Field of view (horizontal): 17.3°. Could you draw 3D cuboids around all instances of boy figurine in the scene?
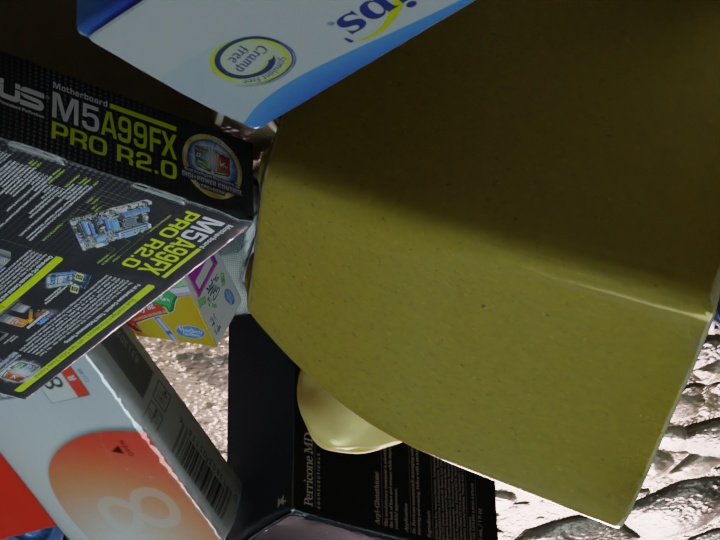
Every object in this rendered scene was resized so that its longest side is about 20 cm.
[{"bbox_3d":[0.000,0.000,1.242,0.064,0.201,0.125,9,145,-16],"label":"boy figurine"}]

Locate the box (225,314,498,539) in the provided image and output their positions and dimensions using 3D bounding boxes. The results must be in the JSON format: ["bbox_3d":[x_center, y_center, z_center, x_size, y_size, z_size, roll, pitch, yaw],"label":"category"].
[{"bbox_3d":[-0.001,0.076,1.366,0.141,0.201,0.079,20,144,-30],"label":"box"}]

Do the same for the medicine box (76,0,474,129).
[{"bbox_3d":[-0.014,-0.189,0.922,0.182,0.201,0.103,-28,141,36],"label":"medicine box"}]

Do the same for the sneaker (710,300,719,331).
[{"bbox_3d":[0.208,0.011,1.382,0.199,0.082,0.070,-20,145,28],"label":"sneaker"}]

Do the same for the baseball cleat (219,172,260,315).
[{"bbox_3d":[-0.094,-0.049,1.278,0.106,0.070,0.201,-17,137,0],"label":"baseball cleat"}]

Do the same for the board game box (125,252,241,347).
[{"bbox_3d":[-0.174,-0.026,1.245,0.199,0.034,0.135,6,141,28],"label":"board game box"}]

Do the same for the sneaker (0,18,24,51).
[{"bbox_3d":[-0.211,-0.080,1.138,0.199,0.119,0.074,16,150,-7],"label":"sneaker"}]

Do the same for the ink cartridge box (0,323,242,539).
[{"bbox_3d":[-0.188,0.097,1.298,0.199,0.050,0.163,-16,124,26],"label":"ink cartridge box"}]

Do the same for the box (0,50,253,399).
[{"bbox_3d":[-0.167,-0.018,1.051,0.160,0.045,0.200,18,144,-32],"label":"box"}]

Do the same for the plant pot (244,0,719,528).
[{"bbox_3d":[0.057,-0.033,1.072,0.199,0.196,0.195,15,146,2],"label":"plant pot"}]

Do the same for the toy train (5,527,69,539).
[{"bbox_3d":[-0.220,0.141,1.549,0.199,0.115,0.087,10,156,-18],"label":"toy train"}]

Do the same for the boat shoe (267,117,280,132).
[{"bbox_3d":[-0.005,-0.134,1.142,0.073,0.070,0.200,7,148,-15],"label":"boat shoe"}]

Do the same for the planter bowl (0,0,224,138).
[{"bbox_3d":[-0.159,-0.129,1.036,0.199,0.135,0.201,-2,151,-1],"label":"planter bowl"}]
